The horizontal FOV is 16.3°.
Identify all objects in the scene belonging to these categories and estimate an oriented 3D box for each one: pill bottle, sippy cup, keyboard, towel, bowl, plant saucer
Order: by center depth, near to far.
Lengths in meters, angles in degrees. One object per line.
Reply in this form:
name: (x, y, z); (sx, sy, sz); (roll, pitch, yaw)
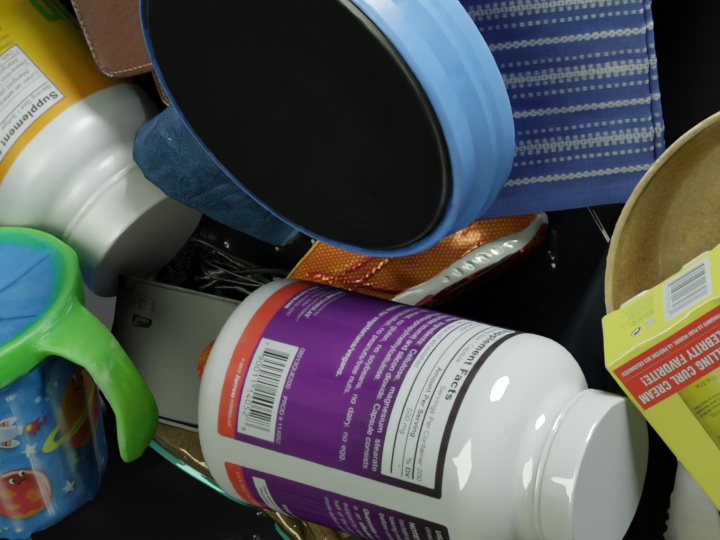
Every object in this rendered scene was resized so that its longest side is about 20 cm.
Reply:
plant saucer: (0.212, -0.001, 1.163); (0.199, 0.035, 0.201); (2, 118, 3)
bowl: (-0.021, -0.089, 1.171); (0.200, 0.039, 0.201); (30, 146, 22)
pill bottle: (0.030, 0.075, 1.182); (0.199, 0.112, 0.113); (13, 106, 30)
towel: (0.069, -0.101, 1.191); (0.144, 0.024, 0.201); (-8, 134, 3)
towel: (-0.019, -0.080, 1.294); (0.200, 0.111, 0.049); (-28, 52, 40)
sippy cup: (-0.197, 0.068, 1.347); (0.178, 0.139, 0.131); (44, 155, 53)
keyboard: (-0.038, 0.046, 1.368); (0.199, 0.040, 0.105); (14, 98, 11)
pill bottle: (-0.180, -0.083, 1.405); (0.200, 0.111, 0.111); (46, 120, 18)

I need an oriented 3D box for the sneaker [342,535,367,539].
sneaker: (0.051, 0.179, 1.237); (0.199, 0.114, 0.077); (2, 80, 67)

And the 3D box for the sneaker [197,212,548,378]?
sneaker: (0.000, 0.000, 1.306); (0.199, 0.073, 0.077); (-30, 82, 4)

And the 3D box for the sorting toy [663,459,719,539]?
sorting toy: (0.114, 0.184, 1.286); (0.199, 0.107, 0.181); (-2, 79, 34)

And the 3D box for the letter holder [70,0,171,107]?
letter holder: (-0.039, -0.144, 1.308); (0.199, 0.100, 0.143); (-21, 89, 34)

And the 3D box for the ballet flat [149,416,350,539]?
ballet flat: (-0.038, 0.112, 1.382); (0.200, 0.068, 0.073); (37, 97, 23)

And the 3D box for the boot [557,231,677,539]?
boot: (0.082, 0.050, 1.263); (0.167, 0.076, 0.201); (10, 88, 35)

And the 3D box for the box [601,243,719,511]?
box: (0.196, 0.085, 1.160); (0.075, 0.050, 0.200); (-32, 111, 19)
